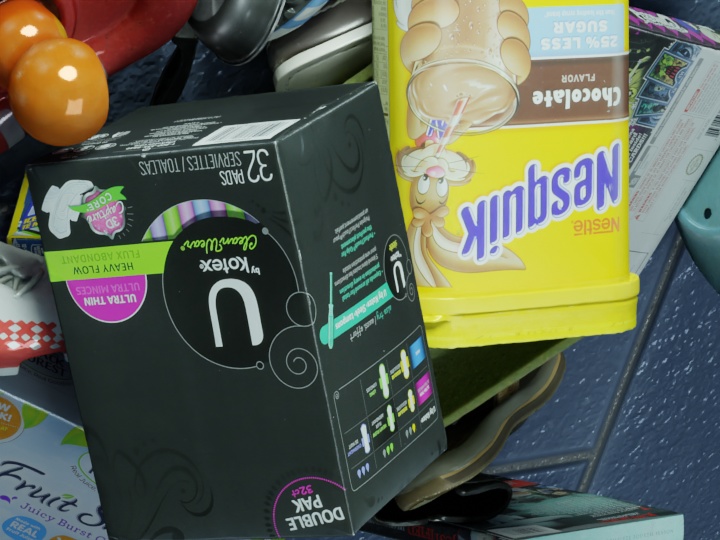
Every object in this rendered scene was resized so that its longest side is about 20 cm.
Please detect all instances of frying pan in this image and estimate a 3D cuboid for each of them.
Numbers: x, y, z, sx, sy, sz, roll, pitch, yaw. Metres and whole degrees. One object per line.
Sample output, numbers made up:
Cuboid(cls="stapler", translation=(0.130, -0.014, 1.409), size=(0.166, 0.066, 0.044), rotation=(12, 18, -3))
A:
Cuboid(cls="frying pan", translation=(-0.082, -0.155, 1.354), size=(0.031, 0.116, 0.190), rotation=(5, 166, -29))

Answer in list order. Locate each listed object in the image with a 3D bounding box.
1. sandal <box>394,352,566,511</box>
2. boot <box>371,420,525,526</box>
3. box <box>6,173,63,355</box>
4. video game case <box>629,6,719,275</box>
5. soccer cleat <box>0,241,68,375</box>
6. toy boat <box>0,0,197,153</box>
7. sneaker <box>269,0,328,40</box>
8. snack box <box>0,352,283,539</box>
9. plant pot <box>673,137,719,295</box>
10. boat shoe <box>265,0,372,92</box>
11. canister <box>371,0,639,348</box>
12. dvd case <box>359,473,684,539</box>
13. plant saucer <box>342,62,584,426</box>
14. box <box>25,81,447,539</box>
Cuboid(cls="sandal", translation=(0.066, 0.079, 1.557), size=(0.080, 0.054, 0.200), rotation=(-34, -177, 33))
Cuboid(cls="boot", translation=(0.055, 0.118, 1.638), size=(0.199, 0.131, 0.068), rotation=(-4, 119, -37))
Cuboid(cls="box", translation=(-0.144, 0.035, 1.444), size=(0.070, 0.065, 0.201), rotation=(1, 134, 7))
Cuboid(cls="video game case", translation=(0.132, -0.063, 1.549), size=(0.181, 0.036, 0.201), rotation=(7, 120, -44))
Cuboid(cls="soccer cleat", translation=(-0.218, -0.002, 1.326), size=(0.198, 0.069, 0.086), rotation=(7, 123, -7))
Cuboid(cls="toy boat", translation=(-0.162, -0.109, 1.273), size=(0.200, 0.131, 0.131), rotation=(-36, 140, -8))
Cuboid(cls="sneaker", translation=(0.005, -0.197, 1.384), size=(0.200, 0.072, 0.072), rotation=(-48, 147, 10))
Cuboid(cls="snack box", translation=(-0.153, 0.123, 1.445), size=(0.199, 0.053, 0.142), rotation=(26, 128, -20))
Cuboid(cls="plant pot", translation=(0.271, -0.053, 1.628), size=(0.134, 0.200, 0.201), rotation=(12, 116, -38))
Cuboid(cls="boat shoe", translation=(0.029, -0.158, 1.443), size=(0.199, 0.060, 0.072), rotation=(-26, 170, -17))
Cuboid(cls="canister", translation=(0.075, -0.067, 1.380), size=(0.148, 0.086, 0.202), rotation=(-5, 99, -23))
Cuboid(cls="dvd case", translation=(0.087, 0.158, 1.665), size=(0.145, 0.199, 0.022), rotation=(-4, 95, -37))
Cuboid(cls="plant saucer", translation=(0.000, 0.000, 1.482), size=(0.199, 0.048, 0.200), rotation=(-34, 106, 14))
Cuboid(cls="box", translation=(-0.059, 0.022, 1.306), size=(0.124, 0.148, 0.201), rotation=(-36, 118, -59))
